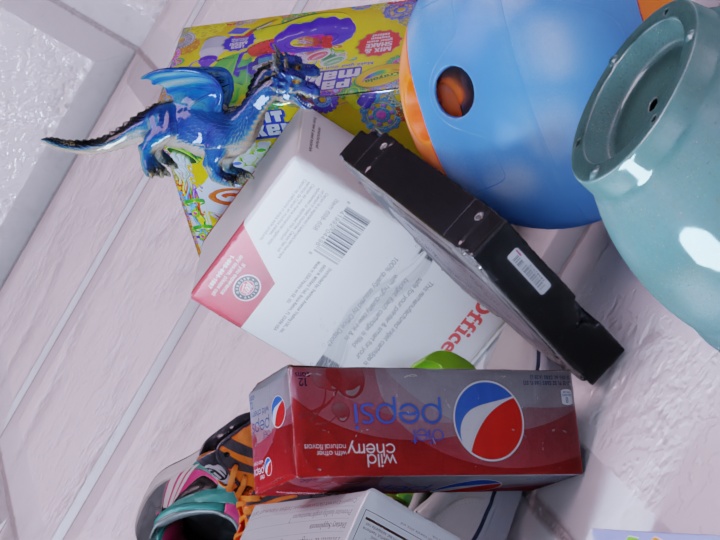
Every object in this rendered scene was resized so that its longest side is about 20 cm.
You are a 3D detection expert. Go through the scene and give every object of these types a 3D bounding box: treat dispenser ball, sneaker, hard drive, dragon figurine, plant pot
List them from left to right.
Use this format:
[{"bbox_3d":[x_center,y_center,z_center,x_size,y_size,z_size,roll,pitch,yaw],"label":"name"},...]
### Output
[{"bbox_3d":[-0.122,-0.116,1.655,0.059,0.198,0.100,-34,-49,-73],"label":"dragon figurine"},{"bbox_3d":[-0.143,0.222,1.957,0.200,0.083,0.121,-42,15,44],"label":"sneaker"},{"bbox_3d":[-0.087,0.187,1.784,0.201,0.112,0.077,-65,17,-13],"label":"sneaker"},{"bbox_3d":[0.074,-0.012,1.510,0.038,0.140,0.200,-46,34,-2],"label":"hard drive"},{"bbox_3d":[0.077,0.101,1.517,0.073,0.070,0.201,-40,24,49],"label":"sneaker"},{"bbox_3d":[0.125,-0.128,1.525,0.201,0.200,0.201,-52,19,26],"label":"treat dispenser ball"},{"bbox_3d":[0.204,-0.070,1.319,0.201,0.134,0.201,-51,20,26],"label":"plant pot"}]

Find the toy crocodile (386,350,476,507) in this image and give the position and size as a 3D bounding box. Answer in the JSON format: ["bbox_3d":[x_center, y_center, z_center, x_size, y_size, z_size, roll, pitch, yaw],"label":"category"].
[{"bbox_3d":[0.035,0.151,1.577,0.067,0.061,0.201,-18,46,66],"label":"toy crocodile"}]

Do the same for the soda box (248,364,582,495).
[{"bbox_3d":[0.034,0.098,1.421,0.063,0.198,0.071,-29,62,60],"label":"soda box"}]

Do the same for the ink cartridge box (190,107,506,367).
[{"bbox_3d":[0.000,0.000,1.689,0.145,0.199,0.084,-51,15,27],"label":"ink cartridge box"}]

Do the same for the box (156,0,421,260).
[{"bbox_3d":[-0.029,-0.084,1.770,0.198,0.194,0.122,-5,38,14],"label":"box"}]

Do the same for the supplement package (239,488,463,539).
[{"bbox_3d":[-0.013,0.257,1.402,0.191,0.146,0.201,-21,42,64],"label":"supplement package"}]

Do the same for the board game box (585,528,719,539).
[{"bbox_3d":[0.128,0.234,1.221,0.201,0.036,0.151,-64,17,-14],"label":"board game box"}]
